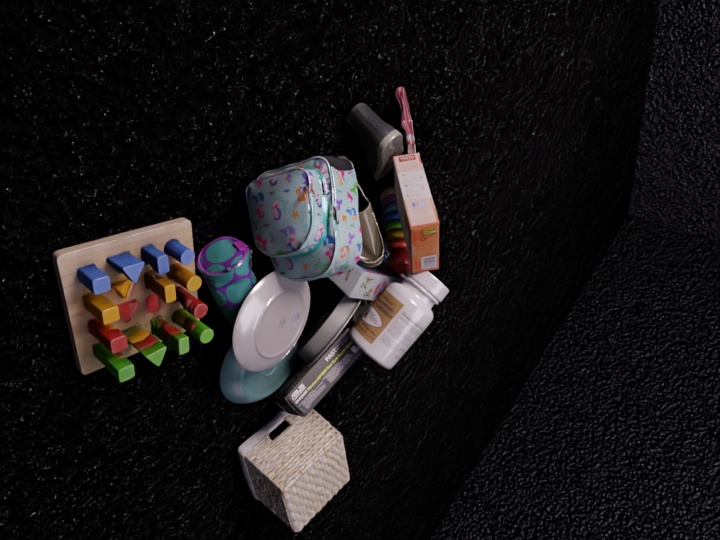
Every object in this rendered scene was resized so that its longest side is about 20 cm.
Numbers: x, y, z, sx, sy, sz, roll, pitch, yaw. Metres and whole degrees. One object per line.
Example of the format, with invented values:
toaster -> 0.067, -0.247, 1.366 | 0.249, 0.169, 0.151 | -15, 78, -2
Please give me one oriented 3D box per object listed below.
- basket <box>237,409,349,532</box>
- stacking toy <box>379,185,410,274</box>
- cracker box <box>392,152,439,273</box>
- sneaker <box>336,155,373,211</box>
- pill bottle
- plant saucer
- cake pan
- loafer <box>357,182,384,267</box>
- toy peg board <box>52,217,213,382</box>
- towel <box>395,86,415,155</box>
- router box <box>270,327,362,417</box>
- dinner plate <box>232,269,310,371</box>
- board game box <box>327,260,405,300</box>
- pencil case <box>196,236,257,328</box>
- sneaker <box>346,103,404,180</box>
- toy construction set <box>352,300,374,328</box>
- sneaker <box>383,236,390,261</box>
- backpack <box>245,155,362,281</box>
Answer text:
basket -> -0.146, 0.444, 1.209 | 0.198, 0.161, 0.200 | -36, 135, -34
stacking toy -> 0.087, -0.084, 1.156 | 0.085, 0.085, 0.200 | 45, 38, -55
cracker box -> 0.109, -0.115, 1.030 | 0.058, 0.200, 0.134 | -10, 141, 0
sneaker -> -0.012, -0.137, 1.067 | 0.066, 0.090, 0.200 | -39, 139, -34
pill bottle -> 0.081, 0.089, 1.061 | 0.200, 0.114, 0.114 | -49, 145, 0
plant saucer -> -0.197, 0.193, 1.085 | 0.200, 0.036, 0.200 | -31, 134, -39
cake pan -> -0.068, 0.113, 1.112 | 0.200, 0.037, 0.200 | -50, -174, 7
loafer -> -0.011, -0.097, 0.988 | 0.075, 0.070, 0.200 | -27, 99, -7
toy peg board -> -0.314, 0.049, 0.778 | 0.200, 0.098, 0.199 | -25, 131, -44
towel -> 0.102, -0.270, 1.125 | 0.144, 0.023, 0.200 | -93, 172, -45
router box -> -0.094, 0.221, 1.140 | 0.200, 0.062, 0.150 | -47, -173, -22
dinner plate -> -0.150, 0.093, 0.947 | 0.200, 0.024, 0.200 | -40, 141, -43
board game box -> 0.000, 0.000, 1.118 | 0.200, 0.148, 0.064 | 9, 115, -56
pencil case -> -0.208, 0.039, 0.923 | 0.092, 0.085, 0.200 | -23, 136, -8
sneaker -> 0.030, -0.262, 1.067 | 0.075, 0.106, 0.200 | -40, 171, -9
toy construction set -> 0.007, 0.131, 1.229 | 0.092, 0.131, 0.200 | -5, 163, -14
sneaker -> 0.081, 0.001, 1.299 | 0.082, 0.073, 0.200 | -39, 140, -33
backpack -> -0.090, -0.081, 0.881 | 0.151, 0.177, 0.200 | -19, 100, -54
